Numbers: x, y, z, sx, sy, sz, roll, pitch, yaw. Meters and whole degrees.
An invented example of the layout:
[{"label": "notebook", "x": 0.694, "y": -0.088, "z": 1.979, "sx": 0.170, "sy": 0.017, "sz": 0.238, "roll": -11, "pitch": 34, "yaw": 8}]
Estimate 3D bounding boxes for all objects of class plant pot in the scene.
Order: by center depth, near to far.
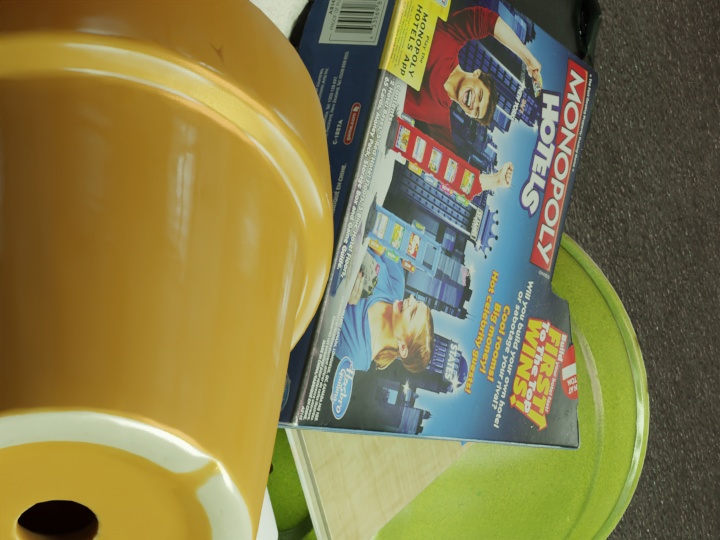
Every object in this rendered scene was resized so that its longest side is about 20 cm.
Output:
[{"label": "plant pot", "x": -0.102, "y": 0.024, "z": 0.963, "sx": 0.184, "sy": 0.199, "sz": 0.201, "roll": -99, "pitch": 166, "yaw": -45}, {"label": "plant pot", "x": 0.005, "y": 0.074, "z": 1.357, "sx": 0.193, "sy": 0.199, "sz": 0.202, "roll": -15, "pitch": 97, "yaw": -58}]

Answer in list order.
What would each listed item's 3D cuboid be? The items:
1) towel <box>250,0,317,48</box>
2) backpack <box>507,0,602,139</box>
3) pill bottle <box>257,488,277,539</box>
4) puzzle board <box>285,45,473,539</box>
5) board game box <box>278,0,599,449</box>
[{"label": "towel", "x": -0.039, "y": -0.115, "z": 1.089, "sx": 0.200, "sy": 0.034, "sz": 0.133, "roll": -55, "pitch": 165, "yaw": -47}, {"label": "backpack", "x": 0.037, "y": -0.116, "z": 1.389, "sx": 0.190, "sy": 0.153, "sz": 0.201, "roll": -7, "pitch": 103, "yaw": -58}, {"label": "pill bottle", "x": -0.101, "y": 0.027, "z": 1.166, "sx": 0.114, "sy": 0.113, "sz": 0.201, "roll": -48, "pitch": 127, "yaw": -64}, {"label": "puzzle board", "x": 0.000, "y": 0.000, "z": 1.217, "sx": 0.151, "sy": 0.017, "sz": 0.201, "roll": -38, "pitch": 119, "yaw": -49}, {"label": "board game box", "x": 0.029, "y": -0.006, "z": 1.183, "sx": 0.200, "sy": 0.061, "sz": 0.201, "roll": 32, "pitch": 68, "yaw": -51}]
